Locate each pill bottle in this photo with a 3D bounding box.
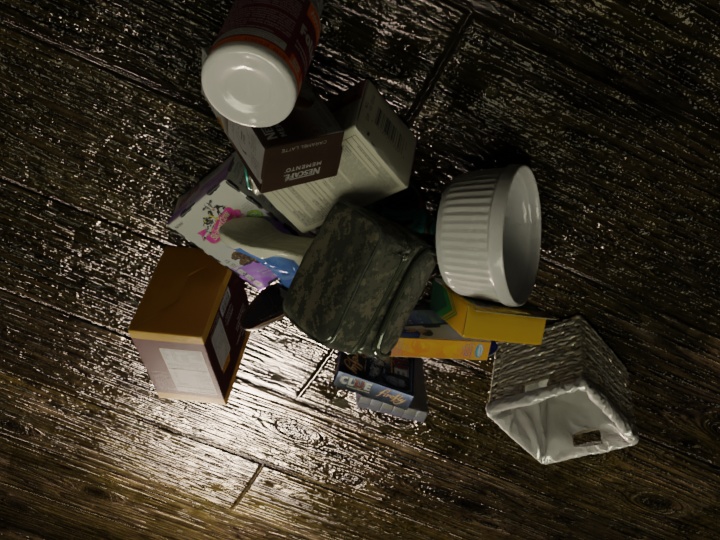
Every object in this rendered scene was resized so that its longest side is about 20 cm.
[{"bbox_3d":[-0.111,-0.278,1.007,0.113,0.201,0.115,8,140,7],"label":"pill bottle"}]

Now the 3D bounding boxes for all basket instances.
[{"bbox_3d":[0.357,0.214,1.465,0.197,0.162,0.200,-23,127,35],"label":"basket"}]

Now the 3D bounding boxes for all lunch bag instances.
[{"bbox_3d":[0.015,0.018,1.174,0.167,0.201,0.139,20,-172,-45],"label":"lunch bag"}]

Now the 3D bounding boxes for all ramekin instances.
[{"bbox_3d":[0.184,-0.052,1.193,0.104,0.201,0.201,3,140,27],"label":"ramekin"}]

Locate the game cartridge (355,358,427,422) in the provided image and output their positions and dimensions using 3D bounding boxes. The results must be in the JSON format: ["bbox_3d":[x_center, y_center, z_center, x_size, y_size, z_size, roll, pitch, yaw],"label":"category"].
[{"bbox_3d":[0.052,0.182,1.476,0.129,0.201,0.039,20,120,-14],"label":"game cartridge"}]

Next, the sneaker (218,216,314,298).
[{"bbox_3d":[-0.126,-0.008,1.275,0.198,0.077,0.112,14,131,17],"label":"sneaker"}]

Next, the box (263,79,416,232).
[{"bbox_3d":[-0.038,-0.160,1.191,0.199,0.110,0.128,-20,130,33],"label":"box"}]

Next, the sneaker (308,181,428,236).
[{"bbox_3d":[0.009,-0.099,1.263,0.198,0.084,0.121,4,144,0],"label":"sneaker"}]

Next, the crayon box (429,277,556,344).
[{"bbox_3d":[0.192,0.063,1.247,0.125,0.200,0.052,7,100,-13],"label":"crayon box"}]

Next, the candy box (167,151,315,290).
[{"bbox_3d":[-0.183,-0.075,1.354,0.200,0.072,0.167,37,134,-26],"label":"candy box"}]

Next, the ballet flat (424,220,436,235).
[{"bbox_3d":[0.169,-0.018,1.319,0.199,0.070,0.069,21,140,-26],"label":"ballet flat"}]

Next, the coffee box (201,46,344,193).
[{"bbox_3d":[-0.117,-0.205,1.074,0.114,0.201,0.080,-16,146,-24],"label":"coffee box"}]

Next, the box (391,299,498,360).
[{"bbox_3d":[0.119,0.092,1.324,0.198,0.119,0.042,1,119,-8],"label":"box"}]

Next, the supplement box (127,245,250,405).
[{"bbox_3d":[-0.292,0.098,1.483,0.132,0.198,0.201,4,138,10],"label":"supplement box"}]

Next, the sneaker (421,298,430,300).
[{"bbox_3d":[0.149,0.081,1.429,0.075,0.088,0.200,37,132,-23],"label":"sneaker"}]

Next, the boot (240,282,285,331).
[{"bbox_3d":[-0.106,0.060,1.433,0.199,0.075,0.097,-33,141,-4],"label":"boot"}]

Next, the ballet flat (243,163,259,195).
[{"bbox_3d":[-0.136,-0.176,1.152,0.071,0.201,0.072,-9,135,-9],"label":"ballet flat"}]

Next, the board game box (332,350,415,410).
[{"bbox_3d":[0.028,0.147,1.449,0.134,0.201,0.035,19,120,-7],"label":"board game box"}]
